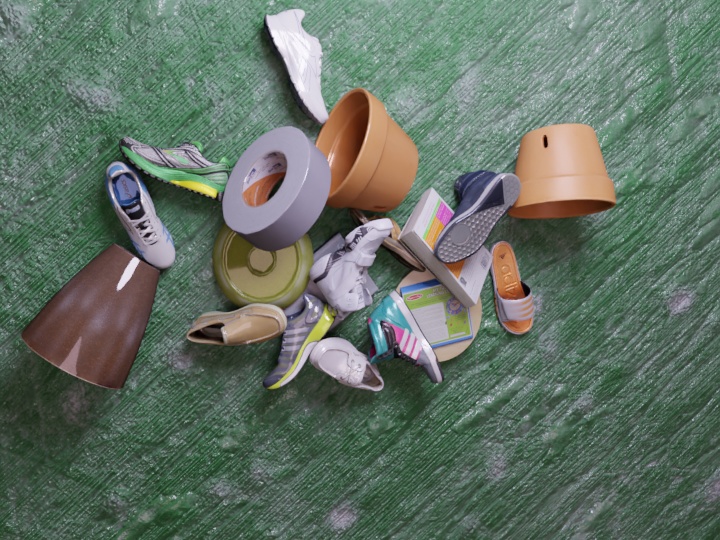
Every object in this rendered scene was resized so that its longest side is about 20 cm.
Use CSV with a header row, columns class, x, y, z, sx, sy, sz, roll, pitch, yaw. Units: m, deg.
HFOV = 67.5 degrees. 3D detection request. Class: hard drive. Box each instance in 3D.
class,x,y,z,sx,sy,sz,roll,pitch,yaw
hard drive,-0.078,0.043,1.064,0.198,0.033,0.141,-39,106,-2

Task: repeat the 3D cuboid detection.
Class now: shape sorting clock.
class,x,y,z,sx,sy,sz,roll,pitch,yaw
shape sorting clock,0.156,0.087,1.116,0.191,0.039,0.209,-1,101,-5

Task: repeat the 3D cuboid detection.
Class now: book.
class,x,y,z,sx,sy,sz,roll,pitch,yaw
book,0.176,-0.046,1.060,0.200,0.048,0.135,45,53,-16

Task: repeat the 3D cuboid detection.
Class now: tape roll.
class,x,y,z,sx,sy,sz,roll,pitch,yaw
tape roll,-0.145,-0.141,0.923,0.202,0.200,0.066,-50,138,3

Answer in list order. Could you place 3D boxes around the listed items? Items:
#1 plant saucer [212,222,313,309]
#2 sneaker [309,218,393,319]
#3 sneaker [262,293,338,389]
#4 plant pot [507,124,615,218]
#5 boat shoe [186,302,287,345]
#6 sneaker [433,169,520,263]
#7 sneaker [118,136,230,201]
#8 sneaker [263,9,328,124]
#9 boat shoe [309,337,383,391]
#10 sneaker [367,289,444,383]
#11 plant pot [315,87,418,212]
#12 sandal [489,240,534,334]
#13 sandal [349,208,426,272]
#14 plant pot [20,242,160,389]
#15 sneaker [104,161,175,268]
class,x,y,z,sx,sy,sz,roll,pitch,yaw
plant saucer,-0.184,-0.021,1.010,0.191,0.031,0.209,0,92,-4
sneaker,0.000,0.000,0.969,0.198,0.074,0.118,-36,79,29
sneaker,-0.129,0.133,1.026,0.080,0.074,0.203,36,86,-10
plant pot,0.377,-0.187,1.029,0.191,0.200,0.147,-1,86,-11
boat shoe,-0.228,0.111,0.985,0.192,0.076,0.074,-11,103,20
sneaker,0.200,-0.108,1.030,0.202,0.146,0.077,-45,112,2
sneaker,-0.324,-0.193,0.950,0.194,0.078,0.089,17,92,-23
sneaker,-0.098,-0.363,0.956,0.085,0.074,0.206,-27,106,-9
boat shoe,-0.017,0.188,1.044,0.198,0.069,0.072,29,99,-46
sneaker,0.074,0.158,1.058,0.119,0.084,0.204,-32,95,-3
plant pot,0.012,-0.196,0.961,0.136,0.199,0.206,19,98,-31
sandal,0.319,0.045,1.131,0.077,0.059,0.213,-22,105,-5
sandal,0.058,-0.068,1.047,0.197,0.080,0.055,35,85,-18
plant pot,-0.441,0.065,0.934,0.184,0.186,0.205,32,80,-16
sneaker,-0.389,-0.090,0.949,0.070,0.073,0.206,-23,113,-6
